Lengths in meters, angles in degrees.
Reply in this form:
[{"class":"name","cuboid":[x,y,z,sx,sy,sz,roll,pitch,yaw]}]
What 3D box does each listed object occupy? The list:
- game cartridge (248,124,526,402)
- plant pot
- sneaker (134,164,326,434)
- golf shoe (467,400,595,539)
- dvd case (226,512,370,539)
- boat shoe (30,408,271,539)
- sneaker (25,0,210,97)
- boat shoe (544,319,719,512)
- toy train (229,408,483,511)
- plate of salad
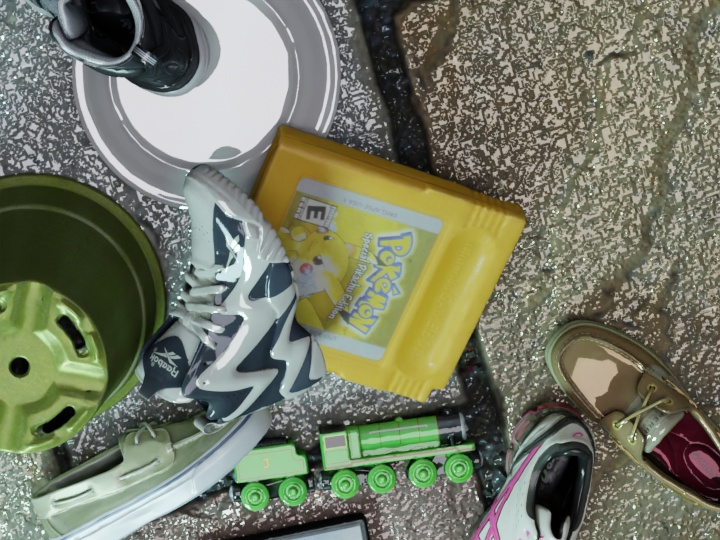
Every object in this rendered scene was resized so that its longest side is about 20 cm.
[{"class":"game cartridge","cuboid":[0.000,0.000,1.643,0.199,0.033,0.177,18,116,-13]},{"class":"plant pot","cuboid":[-0.240,0.045,1.582,0.198,0.190,0.202,-1,103,-4]},{"class":"sneaker","cuboid":[-0.113,0.033,1.568,0.129,0.079,0.200,-35,132,-19]},{"class":"golf shoe","cuboid":[0.128,0.204,1.701,0.072,0.092,0.202,13,103,-9]},{"class":"dvd case","cuboid":[-0.047,0.300,1.744,0.141,0.018,0.202,-11,103,-2]},{"class":"boat shoe","cuboid":[-0.161,0.149,1.673,0.199,0.072,0.062,-34,106,6]},{"class":"sneaker","cuboid":[-0.198,-0.200,1.544,0.200,0.114,0.076,39,98,12]},{"class":"boat shoe","cuboid":[0.228,0.113,1.701,0.200,0.066,0.074,38,97,-12]},{"class":"toy train","cuboid":[-0.005,0.146,1.704,0.198,0.042,0.057,-8,93,-3]},{"class":"plate of salad","cuboid":[-0.113,-0.145,1.623,0.198,0.048,0.202,0,98,3]}]
